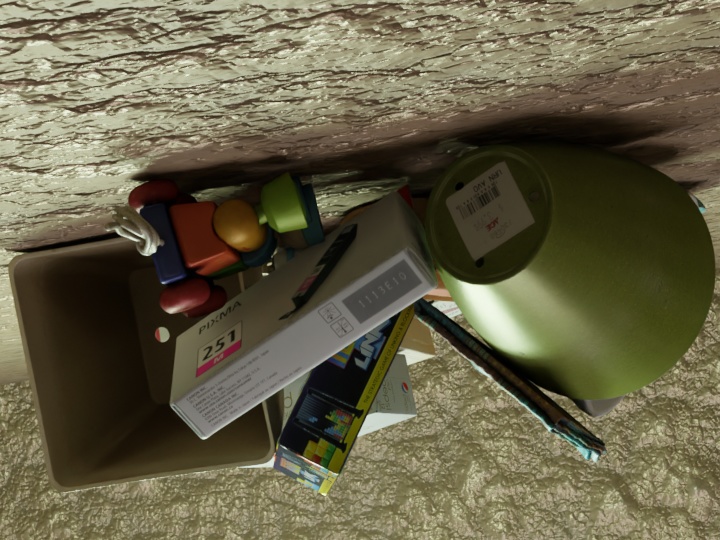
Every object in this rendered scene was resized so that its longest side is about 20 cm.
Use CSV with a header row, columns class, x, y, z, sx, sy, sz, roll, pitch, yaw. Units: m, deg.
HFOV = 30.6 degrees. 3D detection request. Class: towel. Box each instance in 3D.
class,x,y,z,sx,sy,sz,roll,pitch,yaw
towel,0.119,0.089,1.030,0.022,0.146,0.200,-51,157,1

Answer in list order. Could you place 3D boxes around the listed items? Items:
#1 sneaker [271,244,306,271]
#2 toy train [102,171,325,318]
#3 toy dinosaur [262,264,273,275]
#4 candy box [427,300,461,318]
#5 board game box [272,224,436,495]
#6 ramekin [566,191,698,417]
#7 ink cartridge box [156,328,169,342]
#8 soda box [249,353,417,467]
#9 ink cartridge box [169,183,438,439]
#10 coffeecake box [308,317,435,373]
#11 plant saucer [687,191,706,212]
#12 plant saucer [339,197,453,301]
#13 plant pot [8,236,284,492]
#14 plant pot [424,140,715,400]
class,x,y,z,sx,sy,sz,roll,pitch,yaw
sneaker,0.000,0.000,1.345,0.086,0.076,0.200,-18,171,29
toy train,-0.086,-0.030,0.848,0.115,0.085,0.200,-19,174,1
toy dinosaur,-0.080,0.017,1.451,0.198,0.059,0.101,-9,176,9
candy box,0.066,0.028,1.503,0.199,0.061,0.136,-20,167,-1
board game box,-0.003,0.071,1.053,0.056,0.201,0.165,26,164,1
ramekin,0.197,0.013,1.106,0.097,0.202,0.200,24,-170,26
ink cartridge box,-0.226,0.081,1.416,0.084,0.147,0.199,-6,175,-33
soda box,-0.044,0.139,1.288,0.199,0.064,0.068,-24,159,35
ink cartridge box,-0.044,0.011,0.948,0.199,0.044,0.174,-34,-154,12
coffeecake box,-0.050,0.072,1.307,0.199,0.074,0.153,-20,161,24
plant saucer,0.258,-0.058,1.373,0.198,0.028,0.200,-9,175,-1
plant saucer,0.077,-0.012,1.172,0.198,0.038,0.200,5,163,2
plant pot,-0.165,0.063,1.155,0.198,0.202,0.177,-10,-176,11
plant pot,0.129,-0.015,0.922,0.186,0.189,0.200,-11,162,29
